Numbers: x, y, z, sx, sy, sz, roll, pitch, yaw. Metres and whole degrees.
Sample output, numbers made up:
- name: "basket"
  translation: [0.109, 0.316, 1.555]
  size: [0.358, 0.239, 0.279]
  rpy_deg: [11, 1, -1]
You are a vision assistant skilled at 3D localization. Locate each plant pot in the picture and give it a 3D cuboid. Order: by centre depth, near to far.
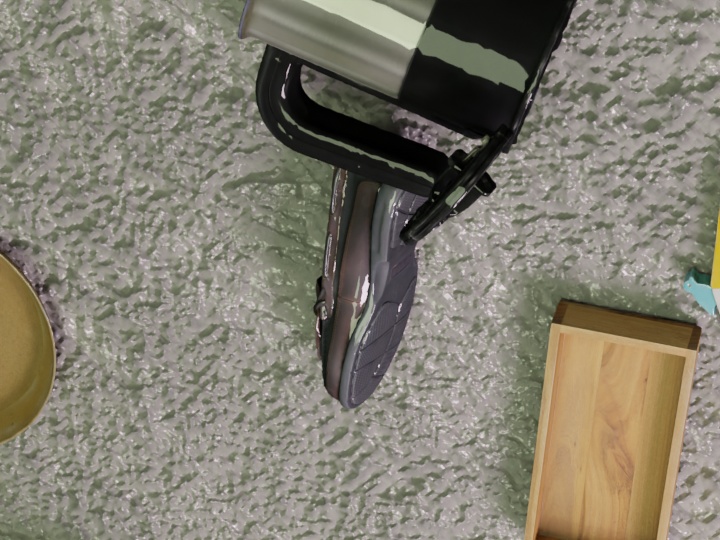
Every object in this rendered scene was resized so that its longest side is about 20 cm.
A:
- name: "plant pot"
  translation: [-0.312, 0.042, 1.929]
  size: [0.200, 0.027, 0.200]
  rpy_deg: [7, 121, 12]

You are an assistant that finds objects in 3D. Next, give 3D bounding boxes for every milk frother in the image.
- name: "milk frother"
  translation: [0.015, -0.127, 1.623]
  size: [0.188, 0.200, 0.181]
  rpy_deg: [23, 102, 2]

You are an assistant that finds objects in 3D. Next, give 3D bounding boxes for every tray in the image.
- name: "tray"
  translation: [0.172, 0.121, 1.829]
  size: [0.099, 0.037, 0.200]
  rpy_deg: [11, 122, 10]

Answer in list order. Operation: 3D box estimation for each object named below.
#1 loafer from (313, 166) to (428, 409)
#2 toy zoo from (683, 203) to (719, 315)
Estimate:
- name: "loafer"
  translation: [0.000, 0.000, 1.797]
  size: [0.063, 0.072, 0.200]
  rpy_deg: [29, 127, 23]
- name: "toy zoo"
  translation: [0.310, 0.005, 1.730]
  size: [0.200, 0.020, 0.131]
  rpy_deg: [-1, 119, 16]
